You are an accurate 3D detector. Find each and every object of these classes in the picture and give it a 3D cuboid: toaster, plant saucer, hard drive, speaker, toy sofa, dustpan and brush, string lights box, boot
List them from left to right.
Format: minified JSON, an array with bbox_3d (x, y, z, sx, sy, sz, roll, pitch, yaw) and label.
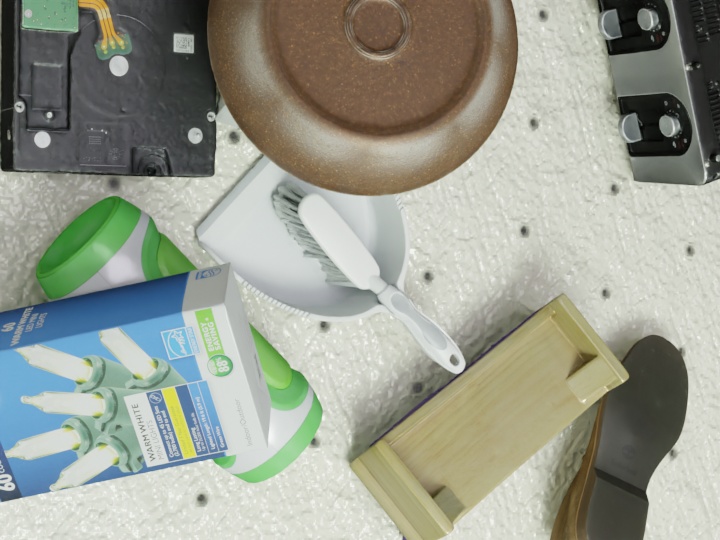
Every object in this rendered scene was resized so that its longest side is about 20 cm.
[{"bbox_3d":[-0.162,0.071,0.914,0.199,0.059,0.103,-13,115,5],"label":"string lights box"},{"bbox_3d":[-0.162,-0.161,0.983,0.139,0.038,0.201,-1,93,-29],"label":"hard drive"},{"bbox_3d":[-0.115,0.046,0.985,0.200,0.088,0.088,48,71,-21],"label":"speaker"},{"bbox_3d":[0.000,0.000,1.065,0.140,0.057,0.200,-49,113,-19],"label":"dustpan and brush"},{"bbox_3d":[0.007,-0.147,0.933,0.200,0.037,0.201,1,86,-12],"label":"plant saucer"},{"bbox_3d":[0.091,0.112,1.118,0.200,0.098,0.083,-37,85,-22],"label":"toy sofa"},{"bbox_3d":[0.196,0.139,1.182,0.074,0.075,0.200,32,62,-12],"label":"boot"},{"bbox_3d":[0.287,-0.176,1.184,0.200,0.119,0.181,-19,102,-26],"label":"toaster"}]

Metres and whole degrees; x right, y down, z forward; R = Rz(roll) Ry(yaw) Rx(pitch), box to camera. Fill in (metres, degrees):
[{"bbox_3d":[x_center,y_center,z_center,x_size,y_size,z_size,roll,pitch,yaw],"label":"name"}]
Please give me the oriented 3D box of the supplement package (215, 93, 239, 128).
[{"bbox_3d":[-0.015,-0.188,1.005,0.113,0.110,0.201,14,83,-12],"label":"supplement package"}]
